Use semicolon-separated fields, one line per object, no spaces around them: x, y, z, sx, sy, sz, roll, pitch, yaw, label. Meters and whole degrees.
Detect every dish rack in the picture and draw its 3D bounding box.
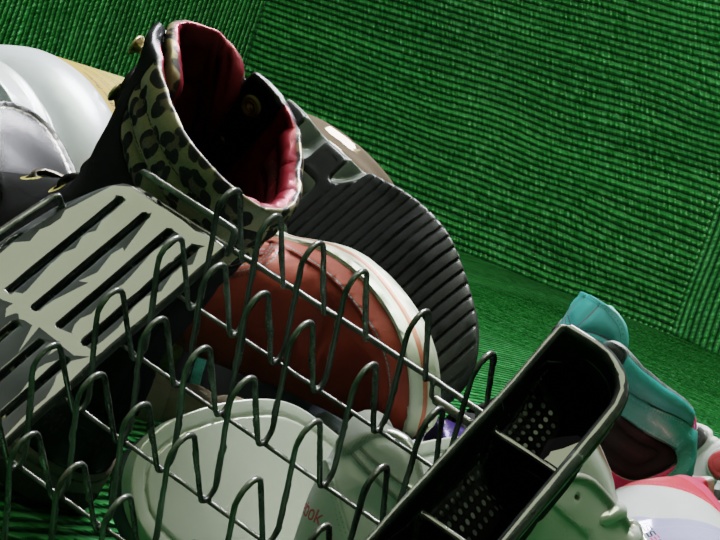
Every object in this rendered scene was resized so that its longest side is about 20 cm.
-0.043;0.040;0.603;0.199;0.055;0.153;31;50;20;dish rack

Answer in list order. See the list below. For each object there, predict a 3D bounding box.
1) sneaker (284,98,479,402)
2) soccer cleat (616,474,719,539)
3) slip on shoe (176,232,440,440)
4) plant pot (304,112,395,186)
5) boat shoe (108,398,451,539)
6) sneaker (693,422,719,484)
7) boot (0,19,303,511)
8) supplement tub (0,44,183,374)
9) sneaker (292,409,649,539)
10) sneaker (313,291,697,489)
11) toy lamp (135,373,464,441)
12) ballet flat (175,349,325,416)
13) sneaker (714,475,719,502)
0.000;0.000;0.935;0.200;0.074;0.089;52;-3;40;sneaker
0.146;0.138;0.857;0.076;0.067;0.200;-14;19;-11;soccer cleat
-0.045;0.016;0.837;0.061;0.074;0.200;-25;42;-37;slip on shoe
-0.039;-0.026;1.205;0.200;0.093;0.201;35;-20;15;plant pot
-0.024;0.088;0.740;0.062;0.073;0.200;-17;-16;36;boat shoe
0.234;0.132;1.136;0.083;0.081;0.200;23;0;-41;sneaker
-0.093;-0.029;0.772;0.073;0.151;0.201;23;32;-29;boot
-0.143;-0.026;0.990;0.144;0.145;0.200;22;5;30;supplement tub
0.072;0.100;0.663;0.199;0.100;0.078;18;5;-16;sneaker
0.075;0.065;0.965;0.199;0.121;0.084;17;4;-20;sneaker
-0.024;0.072;0.878;0.199;0.059;0.058;20;4;-5;toy lamp
-0.037;0.047;1.000;0.073;0.073;0.200;21;5;18;ballet flat
0.260;0.131;0.984;0.199;0.116;0.076;20;4;0;sneaker
